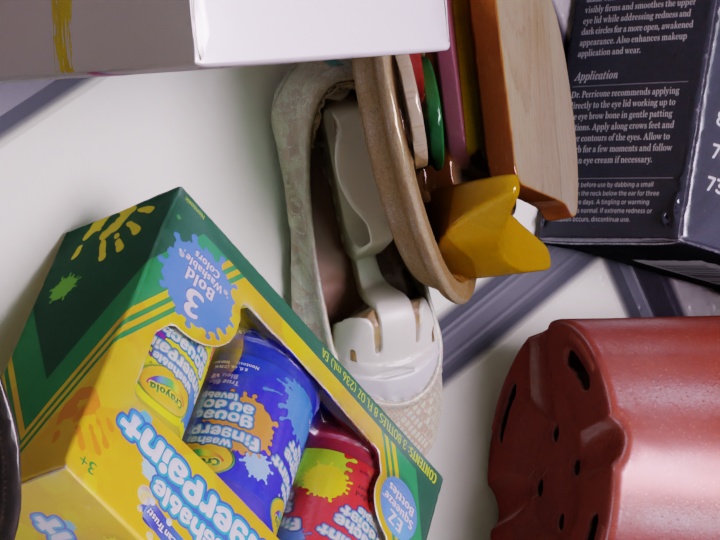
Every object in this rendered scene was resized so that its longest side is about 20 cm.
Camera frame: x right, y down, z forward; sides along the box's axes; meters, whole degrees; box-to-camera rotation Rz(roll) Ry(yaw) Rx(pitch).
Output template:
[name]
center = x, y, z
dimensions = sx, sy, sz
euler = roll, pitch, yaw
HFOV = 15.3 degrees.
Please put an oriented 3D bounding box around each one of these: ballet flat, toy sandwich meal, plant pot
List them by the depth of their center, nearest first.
[toy sandwich meal]
center = 0.050, -0.077, 1.207
dimensions = 0.205, 0.070, 0.205
euler = -10, 90, -79
[ballet flat]
center = 0.000, 0.000, 1.225
dimensions = 0.067, 0.062, 0.200
euler = -18, 101, -17
[plant pot]
center = 0.176, 0.103, 1.282
dimensions = 0.195, 0.201, 0.201
euler = 4, 88, -19

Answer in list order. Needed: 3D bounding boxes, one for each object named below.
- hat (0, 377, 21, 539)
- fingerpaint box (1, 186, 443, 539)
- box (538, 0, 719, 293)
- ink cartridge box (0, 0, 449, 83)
[hat]
center = -0.215, 0.056, 1.038
dimensions = 0.081, 0.200, 0.201
euler = -51, 130, -73
[fingerpaint box]
center = -0.062, 0.094, 1.136
dimensions = 0.200, 0.073, 0.167
euler = 49, 38, -27
[box]
center = 0.189, -0.095, 1.347
dimensions = 0.148, 0.104, 0.200
euler = 16, 81, -38
[ink cartridge box]
center = -0.060, -0.145, 1.090
dimensions = 0.129, 0.200, 0.125
euler = -8, 96, -38
